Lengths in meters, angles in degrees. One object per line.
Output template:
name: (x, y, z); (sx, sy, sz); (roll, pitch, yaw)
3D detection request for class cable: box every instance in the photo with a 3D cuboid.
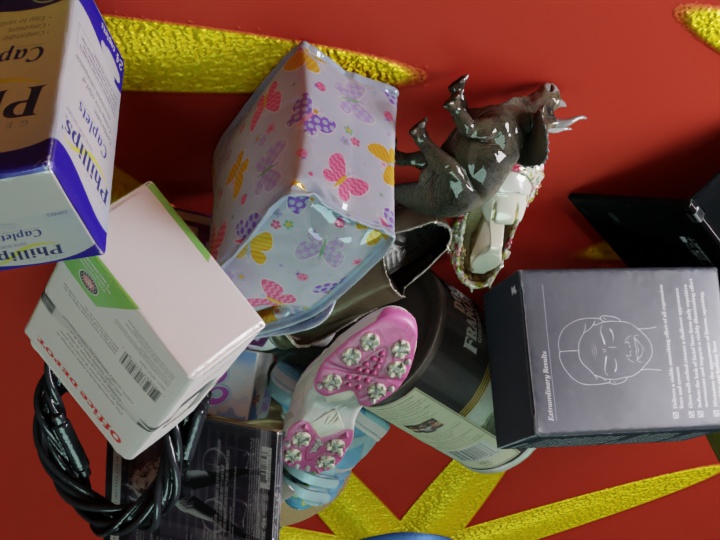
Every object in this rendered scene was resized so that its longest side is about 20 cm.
cable: (-0.227, 0.148, 1.312); (0.161, 0.051, 0.202); (21, 106, 6)

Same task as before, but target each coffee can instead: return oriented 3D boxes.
coffee can: (0.081, 0.097, 1.418); (0.145, 0.148, 0.199); (-28, 138, 30)

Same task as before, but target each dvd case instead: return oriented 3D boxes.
dvd case: (-0.157, 0.206, 1.338); (0.198, 0.151, 0.016); (7, -173, 31)

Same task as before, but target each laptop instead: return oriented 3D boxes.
laptop: (0.331, -0.063, 1.334); (0.198, 0.117, 0.187); (6, 155, 41)

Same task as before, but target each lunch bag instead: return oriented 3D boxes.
lunch bag: (-0.058, -0.052, 1.183); (0.126, 0.171, 0.200); (24, 135, -25)

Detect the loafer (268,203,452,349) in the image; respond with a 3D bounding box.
loafer: (0.000, 0.000, 1.267); (0.199, 0.069, 0.076); (-38, 116, -16)

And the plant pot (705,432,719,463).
plant pot: (0.413, 0.124, 1.439); (0.197, 0.195, 0.201); (-2, 144, -1)

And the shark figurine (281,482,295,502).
shark figurine: (-0.098, 0.241, 1.422); (0.089, 0.129, 0.216); (-23, 120, 4)

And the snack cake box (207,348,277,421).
snack cake box: (-0.188, 0.095, 1.388); (0.197, 0.068, 0.115); (9, 175, 7)

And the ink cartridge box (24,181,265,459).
ink cartridge box: (-0.178, 0.046, 1.155); (0.084, 0.146, 0.200); (-37, 174, -33)

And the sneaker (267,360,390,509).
sneaker: (-0.054, 0.174, 1.448); (0.131, 0.079, 0.200); (-55, 144, -1)

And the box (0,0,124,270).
box: (-0.283, -0.105, 1.066); (0.181, 0.202, 0.105); (-9, 143, 8)

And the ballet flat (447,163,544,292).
ballet flat: (0.123, -0.053, 1.286); (0.074, 0.065, 0.201); (3, 143, -5)

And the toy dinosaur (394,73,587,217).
toy dinosaur: (0.084, -0.089, 1.180); (0.200, 0.077, 0.102); (-42, 102, 7)

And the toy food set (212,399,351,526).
toy food set: (-0.107, 0.210, 1.580); (0.197, 0.049, 0.200); (-9, 129, 2)

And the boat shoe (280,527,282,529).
boat shoe: (-0.118, 0.246, 1.680); (0.071, 0.060, 0.201); (-3, 144, 1)

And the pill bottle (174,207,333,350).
pill bottle: (-0.118, 0.011, 1.315); (0.198, 0.113, 0.113); (13, 142, -19)

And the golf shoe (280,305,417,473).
golf shoe: (-0.016, 0.090, 1.291); (0.075, 0.092, 0.201); (24, 125, -21)

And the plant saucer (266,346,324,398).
plant saucer: (-0.064, 0.082, 1.481); (0.197, 0.036, 0.201); (-2, 145, -2)

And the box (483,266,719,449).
box: (0.226, 0.081, 1.326); (0.197, 0.151, 0.107); (0, 167, -15)
